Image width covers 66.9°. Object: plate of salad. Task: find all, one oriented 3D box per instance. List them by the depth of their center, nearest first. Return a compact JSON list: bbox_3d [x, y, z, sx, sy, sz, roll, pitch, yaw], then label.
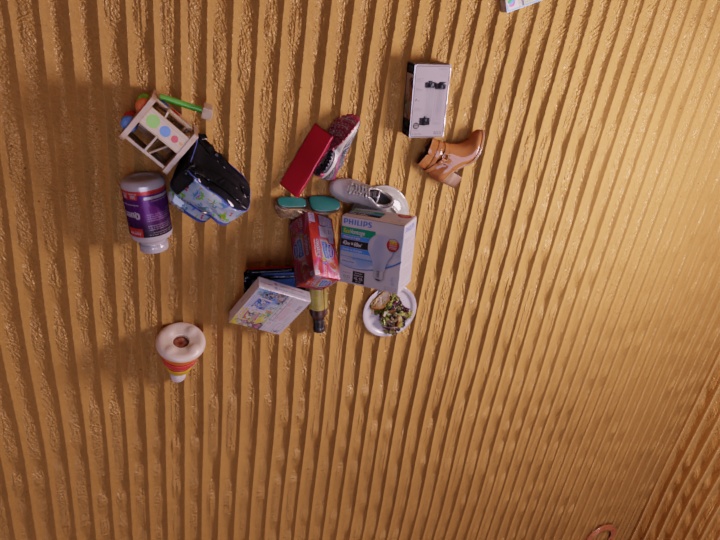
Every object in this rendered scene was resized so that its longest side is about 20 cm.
[{"bbox_3d":[0.104,0.145,1.871,0.196,0.048,0.204,-8,118,-15],"label":"plate of salad"}]

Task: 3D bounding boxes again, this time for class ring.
[{"bbox_3d":[1.302,1.450,2.960,0.196,0.019,0.204,-8,119,-14],"label":"ring"}]

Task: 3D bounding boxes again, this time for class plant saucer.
[{"bbox_3d":[0.065,-0.163,1.699,0.196,0.050,0.204,-8,118,-14],"label":"plant saucer"}]

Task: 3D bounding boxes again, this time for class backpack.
[{"bbox_3d":[-0.398,-0.219,1.444,0.146,0.185,0.199,-33,129,27],"label":"backpack"}]

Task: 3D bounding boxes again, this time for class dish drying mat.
[{"bbox_3d":[-0.152,-0.310,1.545,0.202,0.077,0.018,-57,158,14],"label":"dish drying mat"}]

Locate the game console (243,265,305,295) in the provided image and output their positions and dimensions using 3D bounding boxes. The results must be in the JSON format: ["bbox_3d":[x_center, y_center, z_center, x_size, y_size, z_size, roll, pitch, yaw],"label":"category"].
[{"bbox_3d":[-0.253,0.055,1.663,0.196,0.172,0.121,-3,85,-18],"label":"game console"}]

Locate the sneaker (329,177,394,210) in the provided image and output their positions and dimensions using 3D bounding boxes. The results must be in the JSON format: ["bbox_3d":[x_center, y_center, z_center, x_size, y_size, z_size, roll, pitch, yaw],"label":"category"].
[{"bbox_3d":[0.005,-0.229,1.603,0.196,0.080,0.078,14,88,-9],"label":"sneaker"}]

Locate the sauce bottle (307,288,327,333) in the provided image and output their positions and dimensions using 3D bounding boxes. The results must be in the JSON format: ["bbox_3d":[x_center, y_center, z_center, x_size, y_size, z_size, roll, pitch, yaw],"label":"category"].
[{"bbox_3d":[-0.137,0.108,1.760,0.063,0.065,0.204,-6,117,-15],"label":"sauce bottle"}]

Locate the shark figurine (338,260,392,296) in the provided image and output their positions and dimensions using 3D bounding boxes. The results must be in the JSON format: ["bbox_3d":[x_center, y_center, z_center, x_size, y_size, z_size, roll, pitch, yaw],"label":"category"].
[{"bbox_3d":[0.021,-0.006,1.734,0.130,0.211,0.089,-68,162,-3],"label":"shark figurine"}]

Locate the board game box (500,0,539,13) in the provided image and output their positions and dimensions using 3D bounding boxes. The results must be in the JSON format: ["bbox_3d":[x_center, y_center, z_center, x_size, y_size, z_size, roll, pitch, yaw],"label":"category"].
[{"bbox_3d":[0.439,-0.834,1.492,0.132,0.034,0.203,-21,121,-8],"label":"board game box"}]

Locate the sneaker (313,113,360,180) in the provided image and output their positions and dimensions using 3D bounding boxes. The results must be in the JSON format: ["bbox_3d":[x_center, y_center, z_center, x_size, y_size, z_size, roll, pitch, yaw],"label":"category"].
[{"bbox_3d":[-0.063,-0.352,1.552,0.074,0.081,0.201,15,114,-54],"label":"sneaker"}]

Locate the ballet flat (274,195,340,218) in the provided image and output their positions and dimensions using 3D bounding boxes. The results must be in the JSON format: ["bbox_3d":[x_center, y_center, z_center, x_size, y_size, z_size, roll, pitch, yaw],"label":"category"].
[{"bbox_3d":[-0.158,-0.183,1.615,0.196,0.071,0.066,2,142,-17],"label":"ballet flat"}]

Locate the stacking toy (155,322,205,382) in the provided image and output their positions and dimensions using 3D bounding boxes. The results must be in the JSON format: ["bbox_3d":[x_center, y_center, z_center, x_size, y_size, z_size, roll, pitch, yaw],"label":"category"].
[{"bbox_3d":[-0.560,0.273,1.687,0.143,0.148,0.202,3,134,-20],"label":"stacking toy"}]

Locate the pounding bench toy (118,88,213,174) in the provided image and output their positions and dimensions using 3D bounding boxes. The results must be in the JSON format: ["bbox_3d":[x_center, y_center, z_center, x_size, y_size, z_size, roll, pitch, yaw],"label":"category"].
[{"bbox_3d":[-0.483,-0.380,1.358,0.200,0.125,0.156,-45,120,7],"label":"pounding bench toy"}]

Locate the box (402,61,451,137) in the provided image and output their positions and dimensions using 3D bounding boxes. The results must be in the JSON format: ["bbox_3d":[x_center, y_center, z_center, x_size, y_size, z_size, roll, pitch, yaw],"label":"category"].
[{"bbox_3d":[0.189,-0.491,1.567,0.114,0.060,0.204,-6,118,-15],"label":"box"}]

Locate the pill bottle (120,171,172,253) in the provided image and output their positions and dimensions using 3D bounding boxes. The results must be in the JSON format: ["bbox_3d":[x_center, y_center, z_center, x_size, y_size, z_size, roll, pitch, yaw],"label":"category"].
[{"bbox_3d":[-0.566,-0.152,1.453,0.110,0.113,0.204,-7,118,-15],"label":"pill bottle"}]

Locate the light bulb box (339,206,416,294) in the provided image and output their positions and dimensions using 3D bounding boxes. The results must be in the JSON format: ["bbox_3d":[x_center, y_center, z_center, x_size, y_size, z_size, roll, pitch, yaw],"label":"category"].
[{"bbox_3d":[0.049,-0.063,1.588,0.195,0.125,0.204,11,110,19],"label":"light bulb box"}]

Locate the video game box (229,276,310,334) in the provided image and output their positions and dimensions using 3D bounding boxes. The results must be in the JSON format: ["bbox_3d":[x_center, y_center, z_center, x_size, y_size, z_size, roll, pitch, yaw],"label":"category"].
[{"bbox_3d":[-0.280,0.112,1.672,0.180,0.047,0.200,17,134,-35],"label":"video game box"}]

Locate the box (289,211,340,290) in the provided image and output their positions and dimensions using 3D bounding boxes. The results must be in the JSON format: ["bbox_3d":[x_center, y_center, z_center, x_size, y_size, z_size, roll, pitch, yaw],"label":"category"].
[{"bbox_3d":[-0.134,-0.055,1.582,0.099,0.204,0.095,11,151,-42],"label":"box"}]

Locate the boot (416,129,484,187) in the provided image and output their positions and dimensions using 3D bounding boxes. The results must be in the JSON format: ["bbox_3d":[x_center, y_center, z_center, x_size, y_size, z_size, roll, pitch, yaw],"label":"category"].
[{"bbox_3d":[0.273,-0.369,1.660,0.154,0.077,0.201,26,113,-24],"label":"boot"}]
